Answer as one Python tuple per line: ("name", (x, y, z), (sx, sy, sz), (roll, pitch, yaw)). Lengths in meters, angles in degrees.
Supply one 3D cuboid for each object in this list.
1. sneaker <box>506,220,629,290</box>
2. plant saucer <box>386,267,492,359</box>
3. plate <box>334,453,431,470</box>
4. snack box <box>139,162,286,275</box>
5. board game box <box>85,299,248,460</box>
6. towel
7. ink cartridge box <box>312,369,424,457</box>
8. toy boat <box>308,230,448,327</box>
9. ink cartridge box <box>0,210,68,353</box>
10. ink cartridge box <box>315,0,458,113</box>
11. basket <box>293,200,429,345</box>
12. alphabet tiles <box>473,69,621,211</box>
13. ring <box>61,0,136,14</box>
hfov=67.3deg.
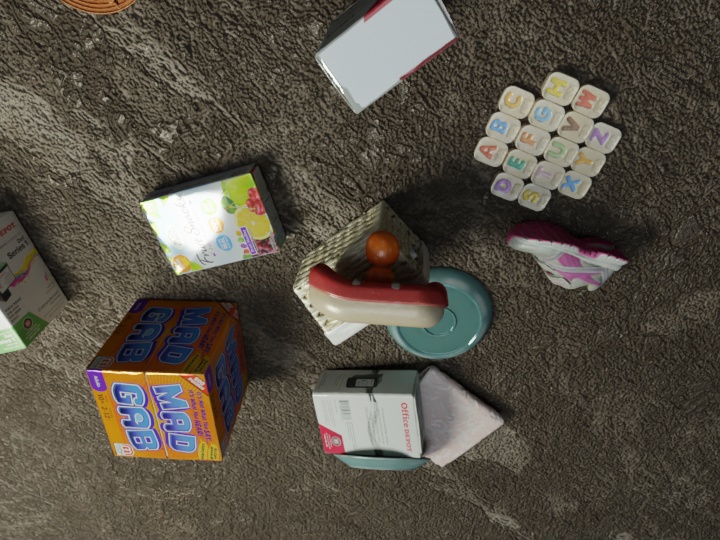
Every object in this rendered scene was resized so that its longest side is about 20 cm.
("sneaker", (0.326, -0.016, 0.879), (0.197, 0.082, 0.089), (17, 119, -5))
("plant saucer", (0.142, 0.088, 0.987), (0.197, 0.028, 0.202), (2, 120, 3))
("plate", (0.044, 0.388, 1.097), (0.197, 0.026, 0.200), (3, 163, 1))
("snack box", (-0.241, -0.082, 0.901), (0.197, 0.053, 0.144), (-12, 118, 11))
("board game box", (-0.333, 0.194, 0.984), (0.197, 0.201, 0.202), (1, 121, 4))
("towel", (0.159, 0.302, 1.108), (0.199, 0.032, 0.191), (36, 118, -14))
("ink cartridge box", (0.021, 0.276, 1.050), (0.197, 0.084, 0.147), (-2, 113, 15))
("toy boat", (0.025, 0.010, 0.763), (0.197, 0.131, 0.133), (4, 85, 5))
("ink cartridge box", (-0.624, 0.019, 0.937), (0.083, 0.145, 0.202), (-11, 119, 10))
("ink cartridge box", (0.032, -0.297, 0.669), (0.145, 0.201, 0.083), (-31, 117, 21))
("basket", (0.000, 0.000, 0.884), (0.199, 0.136, 0.124), (-35, 110, 21))
("alphabet tiles", (0.282, -0.190, 0.820), (0.193, 0.015, 0.202), (20, 120, -7))
("ring", (-0.370, -0.449, 0.716), (0.197, 0.019, 0.203), (2, 120, 3))
